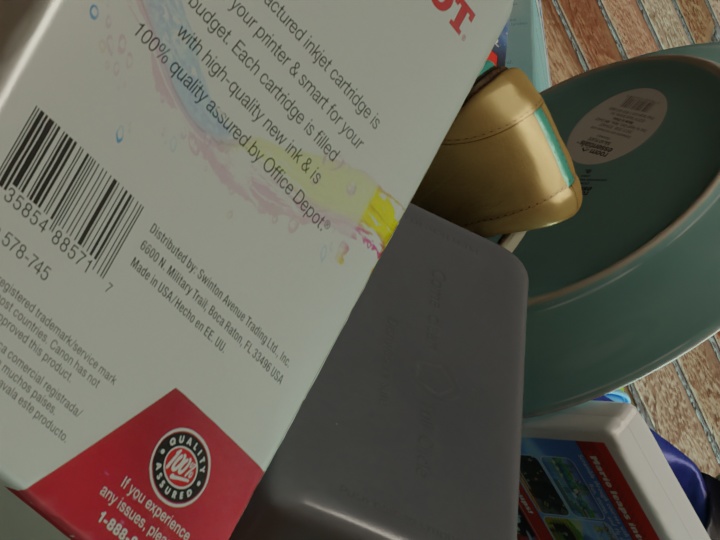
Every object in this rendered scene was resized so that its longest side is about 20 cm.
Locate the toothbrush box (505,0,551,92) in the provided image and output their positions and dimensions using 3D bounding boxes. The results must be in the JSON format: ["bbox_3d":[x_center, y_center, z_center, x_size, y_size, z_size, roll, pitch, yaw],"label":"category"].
[{"bbox_3d":[0.043,-0.028,1.158,0.201,0.085,0.147,-87,169,-45],"label":"toothbrush box"}]

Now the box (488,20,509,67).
[{"bbox_3d":[-0.025,-0.148,1.066,0.199,0.040,0.137,35,38,-23],"label":"box"}]

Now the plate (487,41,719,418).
[{"bbox_3d":[0.080,-0.025,0.970,0.026,0.199,0.201,56,24,-29],"label":"plate"}]

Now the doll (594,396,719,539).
[{"bbox_3d":[0.123,0.107,1.055,0.200,0.048,0.137,39,63,-21],"label":"doll"}]

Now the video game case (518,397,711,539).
[{"bbox_3d":[0.053,0.102,0.987,0.017,0.199,0.143,-47,119,-31],"label":"video game case"}]

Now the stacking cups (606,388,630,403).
[{"bbox_3d":[0.111,0.083,1.312,0.060,0.060,0.201,33,40,-57],"label":"stacking cups"}]

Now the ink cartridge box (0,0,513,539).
[{"bbox_3d":[-0.084,-0.042,0.711,0.145,0.144,0.201,47,65,-44],"label":"ink cartridge box"}]

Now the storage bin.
[{"bbox_3d":[-0.023,0.067,0.842,0.145,0.135,0.201,25,36,-14],"label":"storage bin"}]

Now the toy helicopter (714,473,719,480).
[{"bbox_3d":[0.110,0.121,1.114,0.133,0.200,0.079,53,-8,-10],"label":"toy helicopter"}]

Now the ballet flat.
[{"bbox_3d":[0.000,0.000,0.935,0.063,0.200,0.069,52,47,-3],"label":"ballet flat"}]
